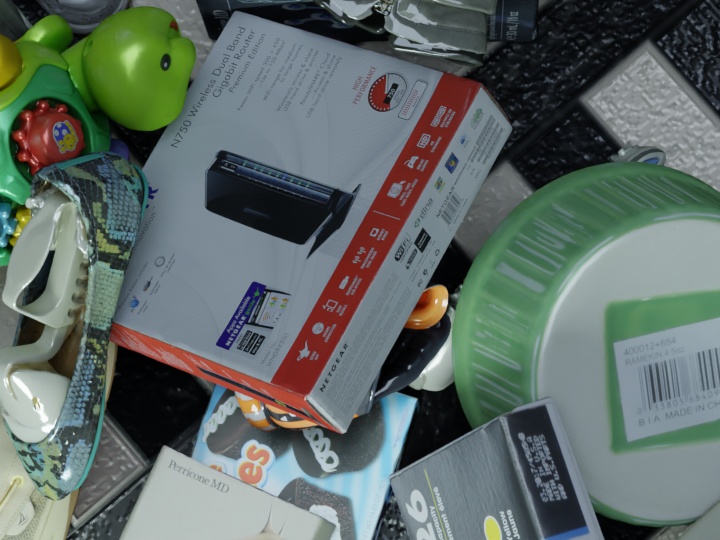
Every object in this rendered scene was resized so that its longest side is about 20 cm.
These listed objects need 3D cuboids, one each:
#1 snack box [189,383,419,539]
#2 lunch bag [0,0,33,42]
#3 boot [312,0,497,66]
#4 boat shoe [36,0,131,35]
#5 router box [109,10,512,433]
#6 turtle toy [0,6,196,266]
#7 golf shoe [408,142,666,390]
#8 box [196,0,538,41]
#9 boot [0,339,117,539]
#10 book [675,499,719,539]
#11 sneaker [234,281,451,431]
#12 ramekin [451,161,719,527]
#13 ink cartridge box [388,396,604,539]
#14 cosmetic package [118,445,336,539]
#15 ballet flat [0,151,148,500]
[{"bbox_3d":[-0.051,0.152,1.664,0.116,0.037,0.200,17,82,6],"label":"snack box"},{"bbox_3d":[-0.280,-0.125,1.630,0.164,0.200,0.118,-42,77,-1],"label":"lunch bag"},{"bbox_3d":[0.078,-0.167,1.554,0.200,0.068,0.131,16,87,12],"label":"boot"},{"bbox_3d":[-0.216,-0.223,1.714,0.200,0.069,0.071,40,87,9],"label":"boat shoe"},{"bbox_3d":[-0.040,-0.030,1.595,0.179,0.049,0.200,19,73,34],"label":"router box"},{"bbox_3d":[-0.178,-0.074,1.619,0.101,0.146,0.200,44,97,19],"label":"turtle toy"},{"bbox_3d":[0.117,0.019,1.663,0.200,0.078,0.097,-39,88,-3],"label":"golf shoe"},{"bbox_3d":[0.005,-0.199,1.662,0.200,0.148,0.107,1,81,3],"label":"box"},{"bbox_3d":[-0.229,0.073,1.638,0.155,0.073,0.200,16,87,-25],"label":"boot"},{"bbox_3d":[0.221,0.175,1.607,0.200,0.134,0.048,-44,52,-4],"label":"book"},{"bbox_3d":[0.000,0.000,1.638,0.112,0.078,0.200,-6,60,23],"label":"sneaker"},{"bbox_3d":[0.159,0.045,1.602,0.200,0.098,0.200,-3,102,-17],"label":"ramekin"},{"bbox_3d":[0.079,0.189,1.573,0.047,0.200,0.198,-15,79,-29],"label":"ink cartridge box"},{"bbox_3d":[-0.102,0.209,1.603,0.103,0.073,0.200,23,85,8],"label":"cosmetic package"},{"bbox_3d":[-0.170,0.030,1.566,0.074,0.074,0.200,12,103,4],"label":"ballet flat"}]
